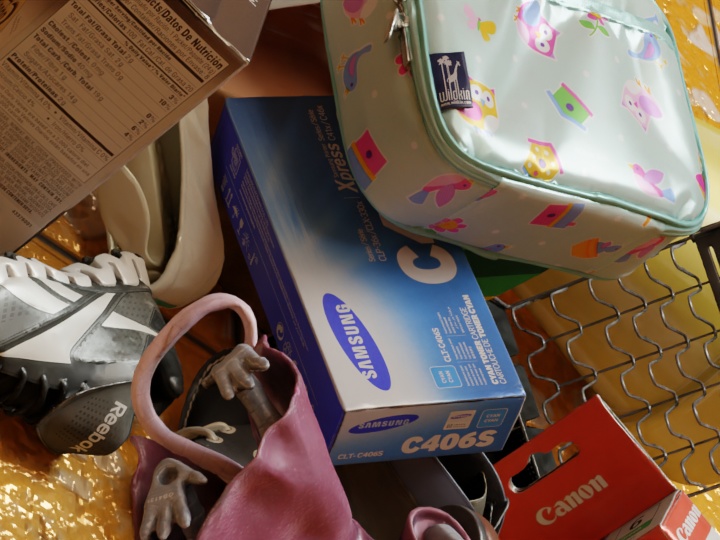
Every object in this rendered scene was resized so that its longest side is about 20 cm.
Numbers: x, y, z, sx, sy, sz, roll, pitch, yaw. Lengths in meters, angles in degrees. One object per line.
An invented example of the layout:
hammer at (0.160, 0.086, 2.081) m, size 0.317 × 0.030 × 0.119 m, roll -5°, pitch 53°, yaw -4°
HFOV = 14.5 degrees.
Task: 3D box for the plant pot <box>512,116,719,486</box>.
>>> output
plant pot at (0.178, -0.008, 1.646) m, size 0.189 × 0.201 × 0.201 m, roll 38°, pitch 32°, yaw -17°

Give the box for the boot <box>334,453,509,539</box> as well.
boot at (0.043, 0.150, 1.372) m, size 0.200 × 0.097 × 0.075 m, roll 49°, pitch 29°, yaw -7°

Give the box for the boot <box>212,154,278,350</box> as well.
boot at (-0.031, 0.018, 1.445) m, size 0.200 × 0.074 × 0.076 m, roll 41°, pitch 41°, yaw -26°

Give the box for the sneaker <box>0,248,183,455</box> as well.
sneaker at (-0.140, 0.042, 1.252) m, size 0.091 × 0.066 × 0.200 m, roll 58°, pitch 26°, yaw 13°

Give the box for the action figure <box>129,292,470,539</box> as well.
action figure at (-0.026, 0.132, 1.211) m, size 0.200 × 0.134 × 0.149 m, roll 48°, pitch 1°, yaw -37°

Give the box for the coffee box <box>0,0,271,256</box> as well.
coffee box at (-0.133, -0.091, 1.268) m, size 0.080 × 0.200 × 0.113 m, roll 43°, pitch 30°, yaw -18°

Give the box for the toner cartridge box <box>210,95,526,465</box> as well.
toner cartridge box at (0.000, 0.000, 1.355) m, size 0.095 × 0.043 × 0.200 m, roll -4°, pitch 50°, yaw -23°

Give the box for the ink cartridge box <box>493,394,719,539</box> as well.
ink cartridge box at (0.144, 0.175, 1.481) m, size 0.200 × 0.109 × 0.050 m, roll 50°, pitch 28°, yaw -5°

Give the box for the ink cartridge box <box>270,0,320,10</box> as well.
ink cartridge box at (-0.020, -0.180, 1.522) m, size 0.200 × 0.162 × 0.057 m, roll -78°, pitch 155°, yaw -46°

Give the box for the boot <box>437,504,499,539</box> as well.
boot at (0.095, 0.202, 1.350) m, size 0.200 × 0.068 × 0.189 m, roll 0°, pitch 83°, yaw -49°

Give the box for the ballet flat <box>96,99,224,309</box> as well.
ballet flat at (-0.109, -0.079, 1.370) m, size 0.069 × 0.069 × 0.201 m, roll -18°, pitch 100°, yaw -60°

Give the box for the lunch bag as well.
lunch bag at (0.075, -0.089, 1.372) m, size 0.200 × 0.077 × 0.161 m, roll 15°, pitch 57°, yaw -39°

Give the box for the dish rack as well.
dish rack at (0.158, 0.059, 1.527) m, size 0.055 × 0.200 × 0.154 m, roll 1°, pitch 69°, yaw -69°

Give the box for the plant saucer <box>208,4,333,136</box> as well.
plant saucer at (-0.040, -0.104, 1.528) m, size 0.200 × 0.038 × 0.200 m, roll 20°, pitch 24°, yaw -9°

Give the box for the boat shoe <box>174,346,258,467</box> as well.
boat shoe at (-0.068, 0.106, 1.288) m, size 0.060 × 0.074 × 0.200 m, roll 39°, pitch 39°, yaw -33°

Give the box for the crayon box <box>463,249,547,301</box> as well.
crayon box at (0.074, -0.067, 1.574) m, size 0.058 × 0.172 × 0.200 m, roll 48°, pitch 28°, yaw -27°
